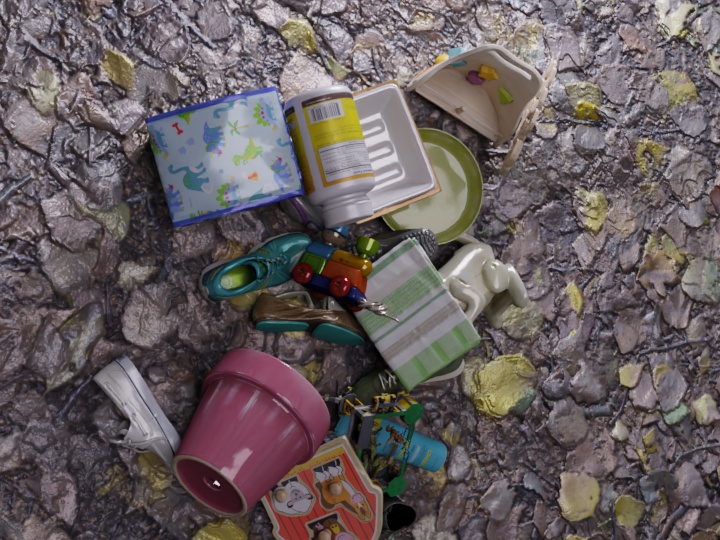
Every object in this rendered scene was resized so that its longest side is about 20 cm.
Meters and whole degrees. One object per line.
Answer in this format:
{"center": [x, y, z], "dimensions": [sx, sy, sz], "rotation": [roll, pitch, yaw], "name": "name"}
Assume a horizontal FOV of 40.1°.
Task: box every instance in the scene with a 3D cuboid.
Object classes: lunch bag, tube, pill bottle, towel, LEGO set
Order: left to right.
{"center": [-0.197, -0.169, 1.474], "dimensions": [0.199, 0.127, 0.171], "rotation": [-15, 95, 5], "name": "lunch bag"}
{"center": [-0.042, -0.171, 1.498], "dimensions": [0.109, 0.109, 0.202], "rotation": [-14, 88, -25], "name": "pill bottle"}
{"center": [0.005, 0.261, 1.566], "dimensions": [0.153, 0.116, 0.201], "rotation": [-10, 117, -31], "name": "LEGO set"}
{"center": [0.048, 0.280, 1.637], "dimensions": [0.199, 0.050, 0.078], "rotation": [23, 101, -21], "name": "tube"}
{"center": [0.078, 0.069, 1.554], "dimensions": [0.149, 0.031, 0.201], "rotation": [-35, 78, 6], "name": "towel"}

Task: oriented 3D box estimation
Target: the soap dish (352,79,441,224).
{"center": [0.023, -0.191, 1.607], "dimensions": [0.156, 0.081, 0.201], "rotation": [-22, 88, -14], "name": "soap dish"}

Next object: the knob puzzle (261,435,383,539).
{"center": [-0.054, 0.375, 1.506], "dimensions": [0.218, 0.030, 0.221], "rotation": [3, 103, 15], "name": "knob puzzle"}

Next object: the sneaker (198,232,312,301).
{"center": [-0.153, -0.001, 1.536], "dimensions": [0.199, 0.080, 0.078], "rotation": [-26, 98, -25], "name": "sneaker"}

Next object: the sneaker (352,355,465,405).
{"center": [0.076, 0.157, 1.606], "dimensions": [0.199, 0.090, 0.067], "rotation": [-20, 57, -7], "name": "sneaker"}

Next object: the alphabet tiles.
{"center": [0.289, -0.263, 1.707], "dimensions": [0.015, 0.196, 0.201], "rotation": [25, 77, 1], "name": "alphabet tiles"}

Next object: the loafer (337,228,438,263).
{"center": [0.028, -0.024, 1.620], "dimensions": [0.198, 0.070, 0.076], "rotation": [-10, 98, -1], "name": "loafer"}

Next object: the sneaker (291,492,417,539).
{"center": [-0.014, 0.394, 1.567], "dimensions": [0.199, 0.106, 0.075], "rotation": [-14, 93, -24], "name": "sneaker"}

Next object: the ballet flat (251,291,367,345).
{"center": [-0.079, 0.071, 1.586], "dimensions": [0.199, 0.068, 0.073], "rotation": [10, 63, -21], "name": "ballet flat"}

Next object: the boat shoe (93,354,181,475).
{"center": [-0.328, 0.230, 1.443], "dimensions": [0.086, 0.074, 0.203], "rotation": [-33, 99, -24], "name": "boat shoe"}

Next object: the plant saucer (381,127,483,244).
{"center": [0.112, -0.141, 1.684], "dimensions": [0.198, 0.031, 0.202], "rotation": [2, 83, -15], "name": "plant saucer"}

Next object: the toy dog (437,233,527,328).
{"center": [0.151, 0.029, 1.653], "dimensions": [0.199, 0.139, 0.195], "rotation": [-13, 80, -26], "name": "toy dog"}

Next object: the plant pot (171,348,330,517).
{"center": [-0.170, 0.244, 1.426], "dimensions": [0.200, 0.199, 0.179], "rotation": [49, 51, -15], "name": "plant pot"}

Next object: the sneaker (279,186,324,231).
{"center": [-0.102, -0.155, 1.571], "dimensions": [0.100, 0.075, 0.200], "rotation": [-42, 105, -20], "name": "sneaker"}

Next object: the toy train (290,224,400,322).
{"center": [0.000, 0.000, 1.517], "dimensions": [0.116, 0.199, 0.085], "rotation": [-66, 150, -11], "name": "toy train"}

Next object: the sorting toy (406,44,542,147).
{"center": [0.213, -0.321, 1.668], "dimensions": [0.199, 0.180, 0.107], "rotation": [29, 70, -19], "name": "sorting toy"}
